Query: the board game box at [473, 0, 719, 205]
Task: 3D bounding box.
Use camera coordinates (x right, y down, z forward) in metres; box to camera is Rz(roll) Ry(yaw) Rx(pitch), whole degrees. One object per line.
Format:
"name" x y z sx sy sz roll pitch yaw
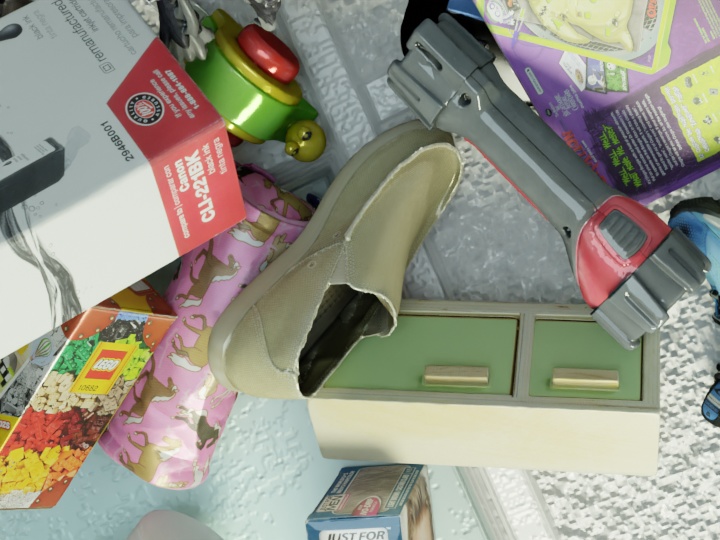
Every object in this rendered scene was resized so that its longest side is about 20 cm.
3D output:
"board game box" 0.139 -0.131 0.727 0.119 0.032 0.201 -28 116 14

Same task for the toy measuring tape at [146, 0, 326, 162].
"toy measuring tape" -0.098 -0.136 0.797 0.200 0.074 0.074 43 105 2

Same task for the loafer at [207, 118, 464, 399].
"loafer" 0.000 0.000 0.761 0.068 0.076 0.201 31 73 33

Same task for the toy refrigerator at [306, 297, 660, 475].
"toy refrigerator" 0.073 0.064 0.777 0.197 0.077 0.070 2 140 12

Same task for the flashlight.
"flashlight" 0.098 -0.050 0.729 0.200 0.068 0.068 45 122 7

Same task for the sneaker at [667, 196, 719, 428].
"sneaker" 0.225 0.052 0.756 0.089 0.078 0.201 -31 92 18

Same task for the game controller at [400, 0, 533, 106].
"game controller" 0.093 -0.185 0.730 0.103 0.042 0.202 21 125 4

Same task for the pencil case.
"pencil case" -0.093 0.035 0.815 0.082 0.086 0.202 33 106 26

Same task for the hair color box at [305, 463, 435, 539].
"hair color box" 0.017 0.230 0.817 0.060 0.100 0.203 -5 98 12

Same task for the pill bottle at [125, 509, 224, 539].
"pill bottle" -0.158 0.255 0.854 0.110 0.111 0.201 36 105 4

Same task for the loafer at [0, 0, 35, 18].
"loafer" -0.206 -0.135 0.818 0.200 0.073 0.071 46 105 1

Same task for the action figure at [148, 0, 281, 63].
"action figure" -0.075 -0.180 0.734 0.118 0.103 0.201 -30 49 -7

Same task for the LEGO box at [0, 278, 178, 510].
"LEGO box" -0.223 0.021 0.806 0.200 0.077 0.150 44 107 30

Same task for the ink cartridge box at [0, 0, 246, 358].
"ink cartridge box" -0.183 -0.049 0.708 0.199 0.084 0.145 -32 58 -15
